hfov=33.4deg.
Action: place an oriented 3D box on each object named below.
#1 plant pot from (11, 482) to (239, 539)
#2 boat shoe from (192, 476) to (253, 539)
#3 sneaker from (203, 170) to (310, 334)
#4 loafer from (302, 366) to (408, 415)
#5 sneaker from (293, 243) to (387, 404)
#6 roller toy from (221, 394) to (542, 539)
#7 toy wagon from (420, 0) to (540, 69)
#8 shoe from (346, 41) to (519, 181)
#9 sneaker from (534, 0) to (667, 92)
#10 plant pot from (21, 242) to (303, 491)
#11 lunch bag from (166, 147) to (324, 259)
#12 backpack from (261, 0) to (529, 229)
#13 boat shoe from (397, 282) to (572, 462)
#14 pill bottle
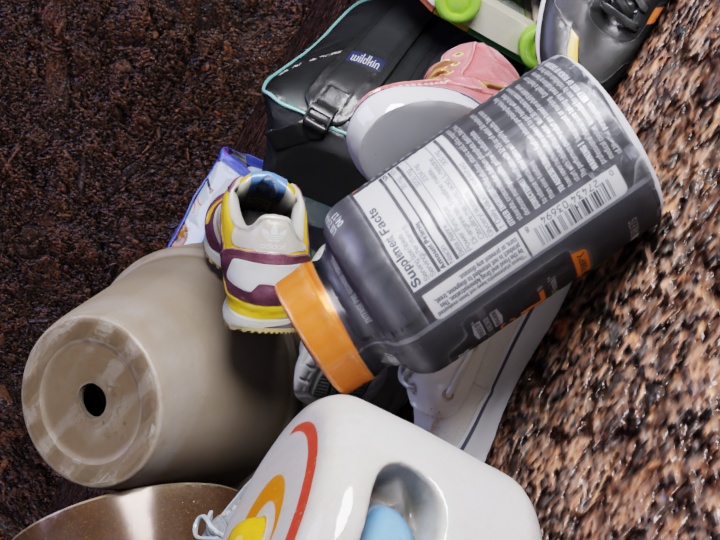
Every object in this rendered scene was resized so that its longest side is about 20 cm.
[{"bbox_3d":[-0.147,0.282,0.849,0.187,0.184,0.203,-49,48,46],"label":"plant pot"},{"bbox_3d":[-0.094,0.209,0.744,0.074,0.065,0.203,31,84,40],"label":"boat shoe"},{"bbox_3d":[-0.069,-0.034,0.848,0.200,0.074,0.092,-120,36,-62],"label":"sneaker"},{"bbox_3d":[-0.017,0.116,0.898,0.202,0.069,0.070,-64,13,-1],"label":"loafer"},{"bbox_3d":[0.000,0.000,0.805,0.201,0.077,0.100,-56,33,39],"label":"sneaker"},{"bbox_3d":[-0.007,0.164,0.617,0.184,0.138,0.200,-60,13,13],"label":"roller toy"},{"bbox_3d":[0.079,-0.217,0.877,0.040,0.198,0.156,-56,15,32],"label":"toy wagon"},{"bbox_3d":[0.051,-0.092,0.726,0.072,0.198,0.091,-54,53,27],"label":"shoe"},{"bbox_3d":[0.175,-0.200,0.755,0.202,0.069,0.090,-63,10,-4],"label":"sneaker"},{"bbox_3d":[-0.152,0.083,0.885,0.202,0.199,0.173,-59,-18,15],"label":"plant pot"},{"bbox_3d":[-0.068,0.014,1.008,0.172,0.198,0.124,-59,13,13],"label":"lunch bag"},{"bbox_3d":[0.034,-0.114,0.913,0.155,0.173,0.201,89,-155,-49],"label":"backpack"},{"bbox_3d":[0.056,0.059,0.726,0.202,0.069,0.071,-62,13,5],"label":"boat shoe"},{"bbox_3d":[0.052,-0.017,0.641,0.198,0.107,0.106,-34,16,1],"label":"pill bottle"}]
